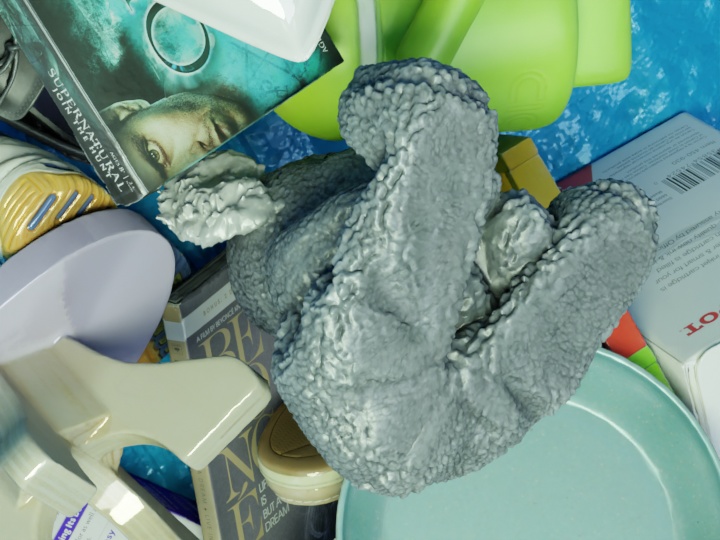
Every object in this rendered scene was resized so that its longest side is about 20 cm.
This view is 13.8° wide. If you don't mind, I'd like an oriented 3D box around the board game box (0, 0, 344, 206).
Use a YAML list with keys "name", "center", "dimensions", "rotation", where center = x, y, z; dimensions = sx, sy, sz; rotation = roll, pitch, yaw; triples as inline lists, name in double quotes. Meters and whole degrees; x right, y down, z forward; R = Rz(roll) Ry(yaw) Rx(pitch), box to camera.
- name: "board game box"
  center: [-0.108, -0.146, 1.330]
  dimensions: [0.135, 0.028, 0.201]
  rotation: [-37, 99, -35]

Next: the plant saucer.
- name: "plant saucer"
  center: [0.086, 0.134, 1.471]
  dimensions: [0.199, 0.036, 0.201]
  rotation: [1, 78, -4]

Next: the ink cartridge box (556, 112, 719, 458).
- name: "ink cartridge box"
  center: [0.183, 0.010, 1.599]
  dimensions: [0.146, 0.200, 0.083]
  rotation: [-28, 124, -17]

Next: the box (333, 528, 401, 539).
- name: "box"
  center: [-0.007, 0.198, 1.569]
  dimensions: [0.068, 0.200, 0.082]
  rotation: [-38, 82, -28]

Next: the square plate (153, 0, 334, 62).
- name: "square plate"
  center: [-0.076, -0.217, 1.269]
  dimensions: [0.199, 0.028, 0.199]
  rotation: [22, 84, -2]

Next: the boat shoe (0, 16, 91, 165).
- name: "boat shoe"
  center: [-0.167, -0.108, 1.421]
  dimensions: [0.200, 0.062, 0.075]
  rotation: [35, 93, -36]

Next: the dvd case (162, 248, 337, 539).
- name: "dvd case"
  center: [-0.042, 0.072, 1.558]
  dimensions: [0.149, 0.016, 0.201]
  rotation: [-40, 130, -47]

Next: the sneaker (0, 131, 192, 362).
- name: "sneaker"
  center: [-0.147, -0.014, 1.472]
  dimensions: [0.075, 0.088, 0.200]
  rotation: [-47, 150, -12]

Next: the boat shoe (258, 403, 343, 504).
- name: "boat shoe"
  center: [0.013, 0.087, 1.563]
  dimensions: [0.200, 0.072, 0.065]
  rotation: [-34, 132, -56]

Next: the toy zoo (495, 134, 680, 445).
- name: "toy zoo"
  center: [0.094, 0.003, 1.553]
  dimensions: [0.020, 0.131, 0.201]
  rotation: [-31, 94, -17]

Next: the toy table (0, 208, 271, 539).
- name: "toy table"
  center: [-0.139, 0.082, 1.387]
  dimensions: [0.200, 0.117, 0.184]
  rotation: [-52, 149, 11]

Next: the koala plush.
- name: "koala plush"
  center: [0.000, 0.000, 1.401]
  dimensions: [0.177, 0.200, 0.184]
  rotation: [31, 84, -34]

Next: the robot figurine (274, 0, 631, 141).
- name: "robot figurine"
  center: [0.031, -0.123, 1.463]
  dimensions: [0.199, 0.175, 0.116]
  rotation: [-5, 103, -12]

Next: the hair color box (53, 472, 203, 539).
- name: "hair color box"
  center: [-0.168, 0.146, 1.533]
  dimensions: [0.200, 0.065, 0.110]
  rotation: [28, 94, -38]
